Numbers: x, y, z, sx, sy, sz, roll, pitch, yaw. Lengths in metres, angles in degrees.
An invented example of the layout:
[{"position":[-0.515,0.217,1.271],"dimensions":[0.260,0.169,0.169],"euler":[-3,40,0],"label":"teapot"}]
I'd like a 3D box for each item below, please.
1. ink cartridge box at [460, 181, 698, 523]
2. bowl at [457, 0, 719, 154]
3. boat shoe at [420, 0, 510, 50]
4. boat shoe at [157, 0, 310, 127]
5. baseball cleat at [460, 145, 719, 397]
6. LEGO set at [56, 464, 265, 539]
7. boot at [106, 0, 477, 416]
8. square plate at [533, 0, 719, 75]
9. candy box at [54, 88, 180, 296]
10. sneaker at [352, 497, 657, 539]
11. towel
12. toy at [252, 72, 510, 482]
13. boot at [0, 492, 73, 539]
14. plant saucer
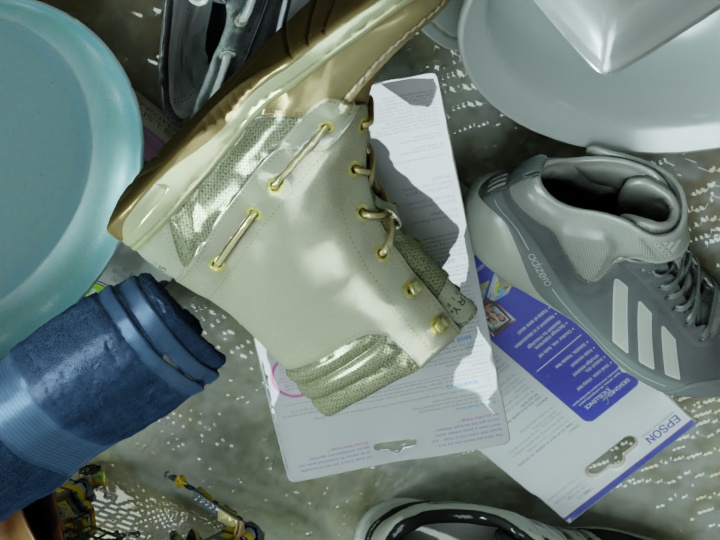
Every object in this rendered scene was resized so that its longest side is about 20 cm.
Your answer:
[{"position":[0.075,0.041,1.110],"dimensions":[0.200,0.039,0.099],"euler":[42,113,-18],"label":"ink cartridge box"},{"position":[0.143,-0.142,0.948],"dimensions":[0.201,0.090,0.201],"euler":[0,151,0],"label":"bowl"},{"position":[0.013,-0.196,0.962],"dimensions":[0.076,0.060,0.200],"euler":[-30,118,-19],"label":"boat shoe"},{"position":[-0.063,-0.149,0.961],"dimensions":[0.068,0.074,0.199],"euler":[-23,147,-30],"label":"boat shoe"},{"position":[0.145,0.005,1.040],"dimensions":[0.200,0.070,0.106],"euler":[25,150,-28],"label":"baseball cleat"},{"position":[-0.094,0.179,1.151],"dimensions":[0.200,0.116,0.154],"euler":[-1,104,42],"label":"LEGO set"},{"position":[0.003,-0.037,0.956],"dimensions":[0.155,0.072,0.200],"euler":[43,112,-13],"label":"boot"},{"position":[0.119,-0.200,0.850],"dimensions":[0.198,0.200,0.028],"euler":[-32,155,-11],"label":"square plate"},{"position":[-0.191,-0.024,1.062],"dimensions":[0.168,0.072,0.200],"euler":[38,115,-17],"label":"candy box"},{"position":[0.095,0.170,1.145],"dimensions":[0.200,0.088,0.076],"euler":[9,82,-5],"label":"sneaker"},{"position":[-0.165,0.078,1.021],"dimensions":[0.200,0.049,0.112],"euler":[-32,159,2],"label":"towel"},{"position":[0.000,0.000,1.040],"dimensions":[0.115,0.047,0.200],"euler":[-10,115,5],"label":"toy"},{"position":[-0.191,0.214,1.139],"dimensions":[0.200,0.068,0.188],"euler":[-30,72,41],"label":"boot"},{"position":[-0.192,-0.038,0.947],"dimensions":[0.200,0.027,0.200],"euler":[-19,129,-26],"label":"plant saucer"}]
